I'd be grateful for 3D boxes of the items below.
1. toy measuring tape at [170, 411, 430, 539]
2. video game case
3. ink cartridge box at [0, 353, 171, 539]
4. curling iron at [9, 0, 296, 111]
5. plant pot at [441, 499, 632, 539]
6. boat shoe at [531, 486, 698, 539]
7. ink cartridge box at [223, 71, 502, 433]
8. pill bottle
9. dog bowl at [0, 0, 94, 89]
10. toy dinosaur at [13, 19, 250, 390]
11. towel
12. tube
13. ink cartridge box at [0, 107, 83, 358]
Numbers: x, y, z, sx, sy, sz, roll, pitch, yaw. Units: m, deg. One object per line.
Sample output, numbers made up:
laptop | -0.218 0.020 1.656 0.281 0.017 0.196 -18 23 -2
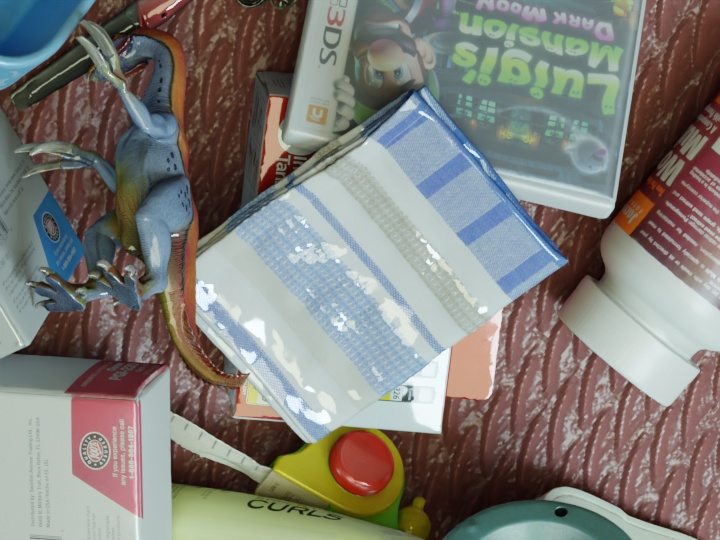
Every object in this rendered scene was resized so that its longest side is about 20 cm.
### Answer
toy measuring tape | -0.041 0.110 1.772 0.199 0.074 0.074 30 99 -7
video game case | 0.066 -0.137 1.685 0.199 0.023 0.183 13 69 -6
ink cartridge box | -0.218 0.128 1.713 0.199 0.085 0.146 3 105 10
curling iron | -0.121 -0.146 1.712 0.199 0.026 0.050 -27 103 0
plant pot | 0.105 0.249 1.719 0.199 0.200 0.189 -8 133 -5
boat shoe | 0.179 0.204 1.836 0.200 0.073 0.062 31 142 -20
ink cartridge box | 0.014 -0.010 1.736 0.175 0.084 0.201 4 103 -9
pill bottle | 0.217 -0.022 1.746 0.109 0.110 0.200 38 97 -15
dog bowl | -0.188 -0.191 1.629 0.112 0.049 0.200 46 63 -26
toy dinosaur | -0.128 -0.052 1.653 0.105 0.182 0.200 -19 124 44
towel | 0.000 0.000 1.657 0.200 0.024 0.147 -35 108 17
tube | -0.048 0.161 1.740 0.199 0.058 0.052 4 126 26
ink cartridge box | -0.257 -0.052 1.651 0.083 0.145 0.200 -24 107 19
